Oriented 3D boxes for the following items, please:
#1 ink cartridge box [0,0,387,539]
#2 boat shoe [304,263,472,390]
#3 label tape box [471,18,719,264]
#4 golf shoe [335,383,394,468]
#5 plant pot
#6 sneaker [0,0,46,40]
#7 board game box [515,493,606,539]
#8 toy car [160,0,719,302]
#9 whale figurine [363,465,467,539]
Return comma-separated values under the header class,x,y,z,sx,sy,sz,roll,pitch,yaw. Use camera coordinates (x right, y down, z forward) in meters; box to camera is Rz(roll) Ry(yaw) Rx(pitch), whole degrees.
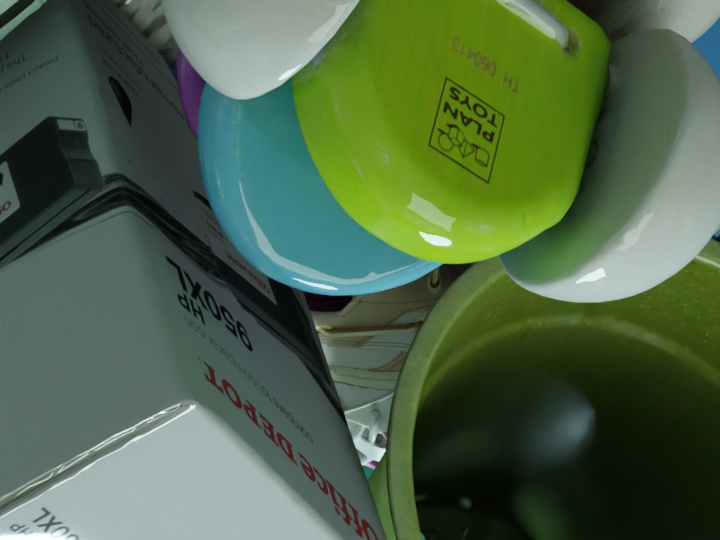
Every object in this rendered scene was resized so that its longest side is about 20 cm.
class,x,y,z,sx,sy,sz,roll,pitch,yaw
ink cartridge box,-0.073,0.019,0.853,0.084,0.200,0.145,-29,139,11
boat shoe,0.000,0.000,1.018,0.200,0.074,0.069,-8,147,-14
label tape box,0.117,-0.053,0.935,0.143,0.066,0.200,25,147,-9
golf shoe,0.002,0.046,1.087,0.200,0.092,0.075,-11,150,-19
plant pot,0.067,0.111,0.965,0.200,0.200,0.190,-7,160,-26
sneaker,-0.139,-0.107,0.745,0.118,0.074,0.200,-38,150,14
board game box,0.175,0.127,1.131,0.159,0.200,0.097,-48,169,-41
toy car,0.011,-0.077,0.793,0.175,0.200,0.150,31,138,-27
whale figurine,-0.021,0.119,1.174,0.200,0.104,0.159,-19,151,-9
